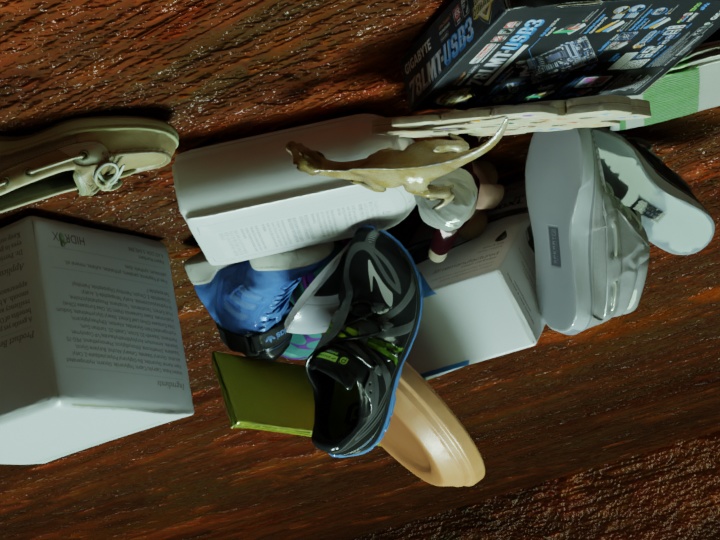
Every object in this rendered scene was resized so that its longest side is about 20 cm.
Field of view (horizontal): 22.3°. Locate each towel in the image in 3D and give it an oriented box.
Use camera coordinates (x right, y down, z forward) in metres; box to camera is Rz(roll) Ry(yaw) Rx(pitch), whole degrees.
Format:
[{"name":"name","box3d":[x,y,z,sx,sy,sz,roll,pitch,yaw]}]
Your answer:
[{"name":"towel","box3d":[-0.049,0.124,1.726,0.199,0.086,0.018,12,131,-37]},{"name":"towel","box3d":[0.297,-0.163,1.496,0.199,0.024,0.153,-17,167,6]}]

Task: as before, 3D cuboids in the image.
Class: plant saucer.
[{"name":"plant saucer","box3d":[0.030,0.126,1.658,0.037,0.200,0.200,-43,171,-13]}]

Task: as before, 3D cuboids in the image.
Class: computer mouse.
[{"name":"computer mouse","box3d":[0.000,0.000,1.631,0.200,0.044,0.110,-49,175,-41]}]

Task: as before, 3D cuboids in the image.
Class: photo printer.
[{"name":"photo printer","box3d":[-0.046,-0.068,1.518,0.199,0.070,0.166,-12,166,2]}]

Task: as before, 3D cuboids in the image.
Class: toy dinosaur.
[{"name":"toy dinosaur","box3d":[0.041,-0.077,1.372,0.199,0.059,0.101,-3,179,32]}]

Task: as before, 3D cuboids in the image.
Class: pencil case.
[{"name":"pencil case","box3d":[-0.042,0.026,1.841,0.085,0.093,0.200,36,157,-3]}]

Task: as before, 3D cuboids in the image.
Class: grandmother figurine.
[{"name":"grandmother figurine","box3d":[0.084,-0.064,1.542,0.060,0.122,0.200,6,-174,9]}]

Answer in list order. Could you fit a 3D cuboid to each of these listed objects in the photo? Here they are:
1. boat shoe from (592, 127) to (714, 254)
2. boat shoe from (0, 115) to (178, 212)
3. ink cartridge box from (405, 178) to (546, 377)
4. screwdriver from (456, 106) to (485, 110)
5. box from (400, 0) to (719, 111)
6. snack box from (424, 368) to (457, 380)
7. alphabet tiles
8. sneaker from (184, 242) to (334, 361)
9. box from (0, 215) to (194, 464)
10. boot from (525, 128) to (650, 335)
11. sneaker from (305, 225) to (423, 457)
[{"name":"boat shoe","box3d":[0.240,-0.087,1.647,0.199,0.068,0.074,25,120,-29]},{"name":"boat shoe","box3d":[-0.234,-0.071,1.380,0.200,0.063,0.073,-8,165,-10]},{"name":"ink cartridge box","box3d":[0.108,0.004,1.685,0.144,0.084,0.200,-18,-160,29]},{"name":"screwdriver","box3d":[0.149,-0.134,1.497,0.199,0.029,0.028,4,160,-42]},{"name":"box","box3d":[0.153,-0.174,1.312,0.197,0.050,0.200,-5,165,-19]},{"name":"snack box","box3d":[0.070,0.046,1.834,0.142,0.053,0.200,-22,-161,3]},{"name":"alphabet tiles","box3d":[0.113,-0.116,1.388,0.199,0.015,0.195,-4,180,27]},{"name":"sneaker","box3d":[-0.076,0.024,1.676,0.077,0.112,0.199,-34,-165,-39]},{"name":"box","box3d":[-0.292,0.070,1.649,0.198,0.172,0.200,-19,163,29]},{"name":"boot","box3d":[0.201,-0.049,1.589,0.095,0.201,0.073,-15,-158,-35]},{"name":"sneaker","box3d":[0.000,0.063,1.534,0.070,0.201,0.083,16,-169,26]}]
